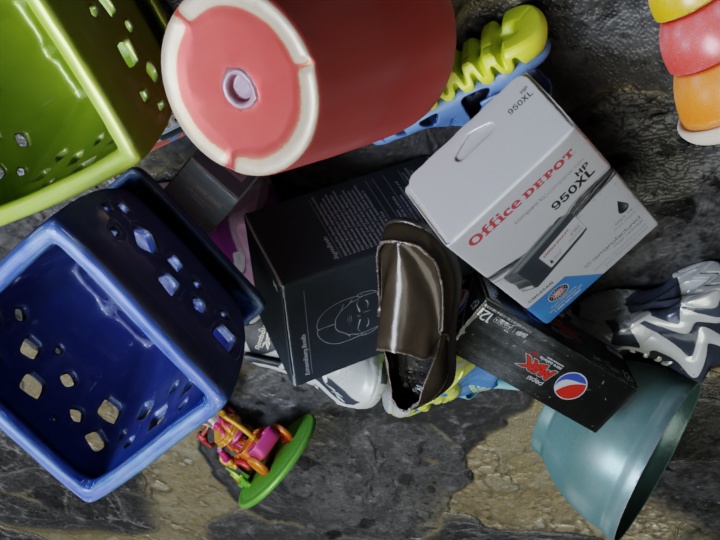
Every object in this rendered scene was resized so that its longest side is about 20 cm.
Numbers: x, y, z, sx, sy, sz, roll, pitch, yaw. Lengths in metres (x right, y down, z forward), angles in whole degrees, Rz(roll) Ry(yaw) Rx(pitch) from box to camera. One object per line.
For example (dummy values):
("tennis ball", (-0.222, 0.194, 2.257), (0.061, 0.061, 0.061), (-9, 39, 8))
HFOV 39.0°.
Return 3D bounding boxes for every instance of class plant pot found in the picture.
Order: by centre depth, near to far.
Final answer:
("plant pot", (-0.049, -0.170, 0.801), (0.199, 0.177, 0.202), (15, 122, 25))
("plant pot", (-0.267, -0.183, 0.871), (0.197, 0.182, 0.201), (-18, 114, 29))
("plant pot", (-0.210, 0.042, 0.873), (0.199, 0.180, 0.200), (-35, 105, 28))
("plant pot", (0.277, 0.183, 1.146), (0.133, 0.200, 0.202), (28, 143, 24))

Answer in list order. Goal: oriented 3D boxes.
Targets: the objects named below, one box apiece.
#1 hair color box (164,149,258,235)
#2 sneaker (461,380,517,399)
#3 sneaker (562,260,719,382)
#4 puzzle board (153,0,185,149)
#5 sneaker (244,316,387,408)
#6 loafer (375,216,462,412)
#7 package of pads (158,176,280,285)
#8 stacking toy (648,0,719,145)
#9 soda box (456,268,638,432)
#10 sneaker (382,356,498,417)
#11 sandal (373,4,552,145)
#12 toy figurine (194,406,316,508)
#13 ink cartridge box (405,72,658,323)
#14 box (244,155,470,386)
("hair color box", (-0.178, -0.043, 0.983), (0.061, 0.099, 0.200), (40, 120, -8))
("sneaker", (0.104, 0.107, 1.172), (0.198, 0.082, 0.074), (-5, 134, 20))
("sneaker", (0.318, 0.078, 1.085), (0.198, 0.080, 0.130), (-25, 117, 22))
("puzzle board", (-0.185, -0.197, 0.975), (0.198, 0.018, 0.151), (-18, 129, 31))
("sneaker", (-0.067, 0.086, 1.102), (0.129, 0.199, 0.080), (13, 107, -37))
("loafer", (0.049, 0.047, 0.907), (0.072, 0.071, 0.202), (8, 127, 27))
("package of pads", (-0.176, -0.037, 1.098), (0.198, 0.076, 0.121), (-4, 133, 18))
("stacking toy", (0.272, -0.213, 0.784), (0.145, 0.146, 0.201), (-26, 105, 35))
("soda box", (0.174, 0.080, 1.005), (0.199, 0.064, 0.071), (30, 115, -20))
("sneaker", (0.094, 0.119, 1.107), (0.104, 0.077, 0.200), (3, 166, -18))
("sandal", (0.091, -0.153, 0.907), (0.198, 0.080, 0.087), (-18, 133, 32))
("toy figurine", (-0.182, 0.196, 1.339), (0.184, 0.151, 0.200), (42, 157, -9))
("ink cartridge box", (0.155, -0.057, 0.899), (0.145, 0.084, 0.200), (-44, 140, 12))
("box", (0.000, 0.000, 1.003), (0.198, 0.107, 0.149), (-19, 139, -16))
